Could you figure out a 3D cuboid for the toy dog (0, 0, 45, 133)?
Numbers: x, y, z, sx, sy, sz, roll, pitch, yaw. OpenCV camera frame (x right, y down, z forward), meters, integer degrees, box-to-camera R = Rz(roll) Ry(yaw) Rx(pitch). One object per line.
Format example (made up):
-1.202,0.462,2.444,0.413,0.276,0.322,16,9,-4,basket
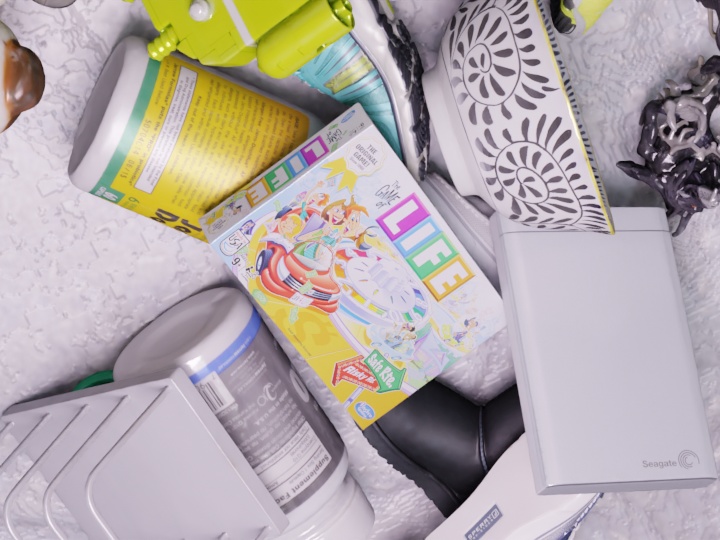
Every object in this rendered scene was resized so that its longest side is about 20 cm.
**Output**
-0.280,-0.176,1.553,0.139,0.194,0.201,-26,104,-12,toy dog

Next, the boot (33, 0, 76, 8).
-0.189,-0.259,1.564,0.067,0.131,0.201,12,106,-11,boot

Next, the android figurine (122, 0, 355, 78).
-0.073,-0.213,1.562,0.199,0.041,0.183,-31,78,24,android figurine

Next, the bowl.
0.098,-0.107,1.620,0.094,0.201,0.202,-17,110,7,bowl

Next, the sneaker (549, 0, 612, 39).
0.199,-0.243,1.656,0.076,0.075,0.201,27,104,-15,sneaker

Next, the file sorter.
-0.180,0.172,1.658,0.199,0.125,0.139,-15,117,45,file sorter

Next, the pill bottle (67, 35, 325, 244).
-0.090,-0.073,1.651,0.199,0.113,0.113,23,104,-15,pill bottle

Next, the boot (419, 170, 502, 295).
0.122,-0.027,1.727,0.096,0.074,0.200,-46,117,2,boot

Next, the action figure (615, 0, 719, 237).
0.254,-0.108,1.696,0.118,0.102,0.201,10,106,-23,action figure

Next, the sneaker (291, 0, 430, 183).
-0.008,-0.146,1.622,0.079,0.078,0.201,-21,110,17,sneaker

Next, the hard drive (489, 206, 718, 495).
0.167,0.053,1.656,0.131,0.027,0.201,-1,69,-21,hard drive

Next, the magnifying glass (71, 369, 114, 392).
-0.139,0.153,1.771,0.080,0.022,0.200,-41,107,6,magnifying glass

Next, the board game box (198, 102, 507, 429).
0.000,0.000,1.628,0.134,0.034,0.200,-36,125,3,board game box

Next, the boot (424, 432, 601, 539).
0.128,0.179,1.718,0.200,0.073,0.090,-42,139,22,boot

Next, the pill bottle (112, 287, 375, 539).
-0.079,0.122,1.718,0.113,0.114,0.201,-31,110,3,pill bottle

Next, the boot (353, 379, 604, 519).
0.101,0.103,1.736,0.162,0.074,0.198,-30,118,25,boot
